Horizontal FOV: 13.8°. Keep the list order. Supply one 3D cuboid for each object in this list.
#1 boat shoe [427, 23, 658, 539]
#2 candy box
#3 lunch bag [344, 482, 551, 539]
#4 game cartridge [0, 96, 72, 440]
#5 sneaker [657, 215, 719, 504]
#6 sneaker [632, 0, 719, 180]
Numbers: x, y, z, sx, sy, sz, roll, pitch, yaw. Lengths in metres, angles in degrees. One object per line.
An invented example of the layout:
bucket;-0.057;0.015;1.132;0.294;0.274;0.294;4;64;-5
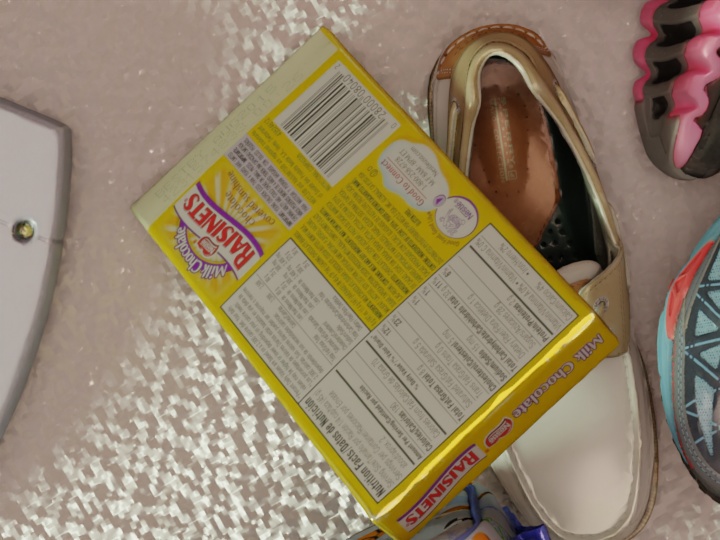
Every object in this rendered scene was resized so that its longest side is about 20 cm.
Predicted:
boat shoe;0.064;0.010;1.097;0.074;0.068;0.201;-16;92;2
candy box;0.000;0.000;1.052;0.102;0.200;0.026;-44;135;4
lunch bag;0.002;0.139;1.037;0.160;0.200;0.076;-32;92;2
game cartridge;-0.189;0.021;1.118;0.132;0.041;0.201;23;93;3
sneaker;0.159;-0.012;1.032;0.079;0.096;0.201;20;93;2
sneaker;0.169;-0.121;1.095;0.095;0.079;0.201;20;97;-20
